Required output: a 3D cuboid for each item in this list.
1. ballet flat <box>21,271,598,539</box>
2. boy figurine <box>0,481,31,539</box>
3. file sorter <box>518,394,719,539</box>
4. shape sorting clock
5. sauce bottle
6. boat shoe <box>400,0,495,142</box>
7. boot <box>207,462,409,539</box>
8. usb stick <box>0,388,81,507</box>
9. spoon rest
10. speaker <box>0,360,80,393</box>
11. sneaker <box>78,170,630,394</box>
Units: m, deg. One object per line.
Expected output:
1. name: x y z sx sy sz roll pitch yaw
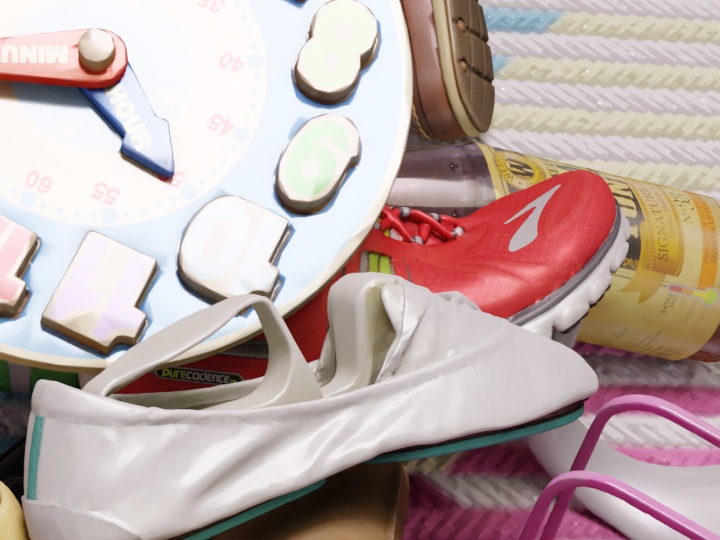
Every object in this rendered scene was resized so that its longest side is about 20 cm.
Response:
1. ballet flat: -0.012 0.035 0.867 0.200 0.069 0.069 -15 54 -32
2. boy figurine: -0.177 0.072 0.881 0.200 0.064 0.124 23 41 36
3. file sorter: 0.078 0.154 0.881 0.139 0.125 0.200 30 46 11
4. shape sorting clock: -0.082 -0.064 0.911 0.200 0.039 0.200 2 74 -6
5. sauce bottle: 0.051 -0.011 1.048 0.200 0.066 0.066 10 44 -26
6. boat shoe: 0.006 -0.130 1.179 0.068 0.072 0.200 -20 58 8
7. boot: -0.056 0.124 0.869 0.175 0.066 0.200 -25 12 1
8. usb stick: -0.063 0.047 1.003 0.055 0.033 0.200 41 48 9
9. spoon rest: 0.139 0.083 1.028 0.200 0.061 0.099 32 46 -6
10. speaker: -0.184 -0.015 0.977 0.200 0.088 0.088 12 45 -1
11. sneaker: 0.000 0.000 0.954 0.200 0.085 0.077 -23 15 -21
